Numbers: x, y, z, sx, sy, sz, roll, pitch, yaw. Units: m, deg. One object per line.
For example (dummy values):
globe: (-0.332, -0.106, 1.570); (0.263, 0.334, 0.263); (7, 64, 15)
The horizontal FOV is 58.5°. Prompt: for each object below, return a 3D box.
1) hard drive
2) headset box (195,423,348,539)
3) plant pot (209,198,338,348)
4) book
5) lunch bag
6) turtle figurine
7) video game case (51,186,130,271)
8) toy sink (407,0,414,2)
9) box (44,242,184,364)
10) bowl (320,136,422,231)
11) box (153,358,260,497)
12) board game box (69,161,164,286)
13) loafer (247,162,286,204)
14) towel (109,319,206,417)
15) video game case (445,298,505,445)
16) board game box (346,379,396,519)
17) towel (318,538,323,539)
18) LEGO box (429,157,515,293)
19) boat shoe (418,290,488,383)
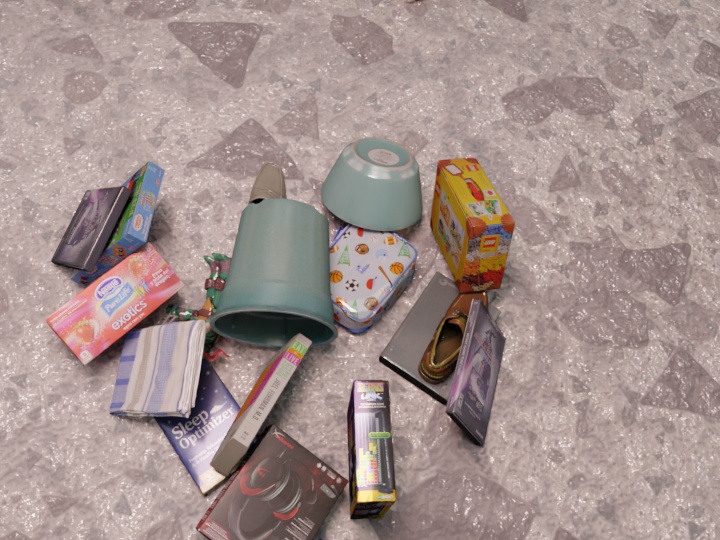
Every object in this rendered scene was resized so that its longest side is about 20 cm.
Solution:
hard drive: (0.143, 0.115, 1.141); (0.139, 0.033, 0.200); (32, 65, 10)
headset box: (-0.136, 0.356, 0.954); (0.148, 0.075, 0.200); (38, 65, -2)
plant pot: (-0.130, 0.004, 1.036); (0.198, 0.200, 0.198); (4, 67, -4)
book: (-0.151, 0.201, 0.982); (0.048, 0.134, 0.200); (34, 49, -3)
lunch bag: (0.000, 0.000, 1.161); (0.160, 0.076, 0.200); (33, 64, 16)
turtle figurine: (-0.266, 0.073, 1.086); (0.149, 0.100, 0.201); (3, 70, 44)
video game case: (-0.455, -0.071, 1.078); (0.019, 0.199, 0.144); (30, 75, -35)
toy sink: (0.138, -0.723, 1.513); (0.199, 0.112, 0.131); (-18, 67, -20)
box: (-0.403, 0.054, 1.061); (0.200, 0.102, 0.095); (-42, 101, -22)
bowl: (0.030, -0.174, 1.193); (0.199, 0.106, 0.202); (8, 38, -6)
box: (-0.254, 0.242, 1.038); (0.121, 0.032, 0.200); (-34, 71, -20)
board game box: (-0.413, -0.076, 1.092); (0.036, 0.199, 0.152); (30, 47, -36)
loafer: (-0.176, -0.122, 1.204); (0.069, 0.070, 0.201); (3, 63, -4)
towel: (-0.319, 0.154, 1.002); (0.199, 0.024, 0.148); (-9, 66, 36)
video game case: (0.195, 0.169, 1.068); (0.019, 0.143, 0.201); (1, 58, 33)
board game box: (0.011, 0.271, 0.956); (0.056, 0.200, 0.167); (-1, 63, -5)
towel: (-0.022, 0.508, 0.924); (0.147, 0.050, 0.201); (15, 63, 9)
LEGO box: (0.192, -0.083, 1.145); (0.076, 0.150, 0.201); (-6, 42, -10)
boat shoe: (0.169, 0.101, 1.093); (0.072, 0.068, 0.201); (27, 63, 9)
